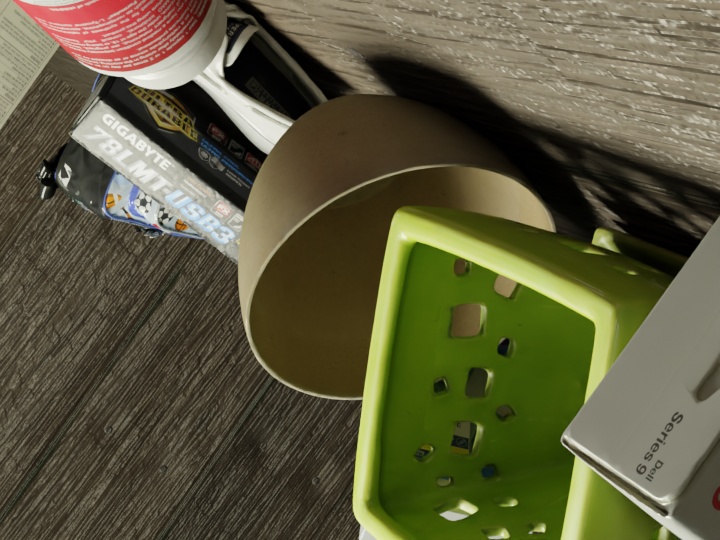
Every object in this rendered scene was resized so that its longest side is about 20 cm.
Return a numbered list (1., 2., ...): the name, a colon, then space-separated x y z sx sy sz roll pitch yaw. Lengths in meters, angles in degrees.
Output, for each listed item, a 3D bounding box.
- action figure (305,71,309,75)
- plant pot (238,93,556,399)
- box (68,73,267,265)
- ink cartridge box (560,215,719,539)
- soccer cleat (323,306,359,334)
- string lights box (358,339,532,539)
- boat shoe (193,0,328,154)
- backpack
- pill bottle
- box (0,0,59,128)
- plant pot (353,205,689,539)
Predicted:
1. action figure: -0.068 -0.139 1.134 0.200 0.052 0.065 40 170 -13
2. plant pot: 0.007 -0.034 0.936 0.200 0.200 0.135 40 -161 -46
3. box: -0.112 -0.107 1.149 0.200 0.050 0.199 38 -147 -16
4. ink cartridge box: 0.213 0.083 0.692 0.200 0.146 0.087 37 177 -34
5. soccer cleat: 0.000 0.000 1.082 0.067 0.081 0.200 32 -140 -9
6. string lights box: 0.062 0.099 1.005 0.102 0.201 0.059 15 136 -9
7. boat shoe: -0.097 -0.163 1.050 0.200 0.074 0.065 38 154 -18
8. backpack: -0.167 -0.118 1.356 0.154 0.201 0.190 35 -171 20
9. pill bottle: -0.149 -0.183 0.864 0.112 0.113 0.200 34 175 20
10. box: -0.256 -0.190 1.028 0.078 0.200 0.095 34 176 19
11. plant pot: 0.129 0.078 0.828 0.181 0.201 0.199 -2 -162 -33
